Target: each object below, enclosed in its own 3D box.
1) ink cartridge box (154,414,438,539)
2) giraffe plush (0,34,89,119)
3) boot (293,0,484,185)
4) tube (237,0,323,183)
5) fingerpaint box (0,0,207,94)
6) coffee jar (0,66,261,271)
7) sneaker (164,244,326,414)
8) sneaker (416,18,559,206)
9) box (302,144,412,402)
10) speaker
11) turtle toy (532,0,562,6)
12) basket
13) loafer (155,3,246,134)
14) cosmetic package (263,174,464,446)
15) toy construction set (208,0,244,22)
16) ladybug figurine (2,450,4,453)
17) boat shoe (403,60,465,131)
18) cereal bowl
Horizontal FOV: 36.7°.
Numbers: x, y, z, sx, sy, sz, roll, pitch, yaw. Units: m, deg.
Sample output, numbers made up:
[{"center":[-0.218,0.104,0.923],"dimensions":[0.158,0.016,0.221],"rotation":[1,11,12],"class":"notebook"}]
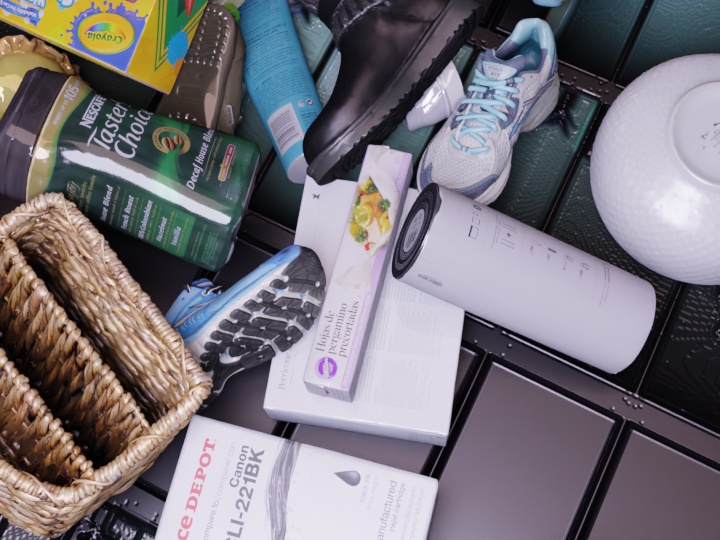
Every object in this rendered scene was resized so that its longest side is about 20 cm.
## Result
[{"center":[-0.051,0.208,0.820],"dimensions":[0.196,0.084,0.147],"rotation":[13,73,8],"class":"ink cartridge box"},{"center":[-0.322,-0.145,0.933],"dimensions":[0.160,0.201,0.175],"rotation":[1,53,-31],"class":"giraffe plush"},{"center":[-0.016,-0.191,0.899],"dimensions":[0.157,0.080,0.212],"rotation":[39,80,7],"class":"boot"},{"center":[-0.075,-0.174,0.972],"dimensions":[0.076,0.051,0.203],"rotation":[-22,67,-1],"class":"tube"},{"center":[-0.223,-0.267,0.920],"dimensions":[0.198,0.073,0.169],"rotation":[26,94,22],"class":"fingerpaint box"},{"center":[-0.182,-0.080,0.841],"dimensions":[0.197,0.086,0.106],"rotation":[19,51,-9],"class":"coffee jar"},{"center":[-0.114,0.033,0.859],"dimensions":[0.199,0.078,0.091],"rotation":[-35,54,23],"class":"sneaker"},{"center":[0.104,-0.135,0.900],"dimensions":[0.077,0.087,0.201],"rotation":[21,56,20],"class":"sneaker"},{"center":[0.000,0.000,0.857],"dimensions":[0.038,0.042,0.203],"rotation":[12,73,9],"class":"box"},{"center":[0.128,0.008,0.842],"dimensions":[0.197,0.081,0.082],"rotation":[23,72,-13],"class":"speaker"},{"center":[0.194,-0.315,0.971],"dimensions":[0.198,0.101,0.147],"rotation":[-32,74,-8],"class":"turtle toy"},{"center":[-0.232,0.072,0.785],"dimensions":[0.142,0.149,0.201],"rotation":[-32,80,-42],"class":"basket"},{"center":[-0.139,-0.126,0.944],"dimensions":[0.075,0.067,0.203],"rotation":[20,92,26],"class":"loafer"},{"center":[0.012,0.030,0.893],"dimensions":[0.148,0.052,0.204],"rotation":[9,72,5],"class":"cosmetic package"},{"center":[-0.135,-0.292,0.986],"dimensions":[0.130,0.093,0.200],"rotation":[-34,52,-11],"class":"toy construction set"},{"center":[-0.367,0.132,0.864],"dimensions":[0.197,0.072,0.138],"rotation":[20,73,9],"class":"ladybug figurine"},{"center":[0.020,-0.214,0.971],"dimensions":[0.068,0.072,0.202],"rotation":[-27,81,-7],"class":"boat shoe"},{"center":[0.294,-0.096,0.901],"dimensions":[0.196,0.084,0.204],"rotation":[-1,70,3],"class":"cereal bowl"}]
